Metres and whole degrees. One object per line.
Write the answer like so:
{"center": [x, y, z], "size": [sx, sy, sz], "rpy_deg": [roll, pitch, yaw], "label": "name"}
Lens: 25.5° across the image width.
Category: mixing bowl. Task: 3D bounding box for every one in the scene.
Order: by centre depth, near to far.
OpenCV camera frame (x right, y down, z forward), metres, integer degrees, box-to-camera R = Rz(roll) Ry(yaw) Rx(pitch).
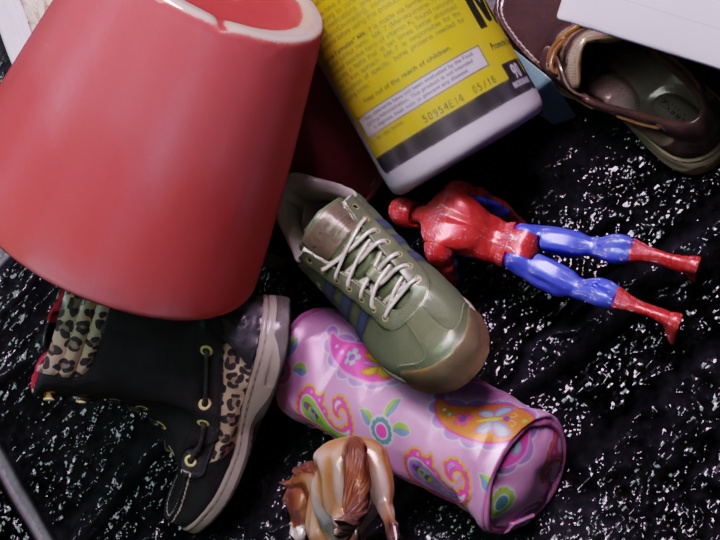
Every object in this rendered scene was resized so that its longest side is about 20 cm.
{"center": [-0.075, -0.123, 1.106], "size": [0.199, 0.108, 0.203], "rpy_deg": [0, 90, 49], "label": "mixing bowl"}

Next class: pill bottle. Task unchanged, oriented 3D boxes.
{"center": [0.020, -0.160, 1.002], "size": [0.114, 0.114, 0.201], "rpy_deg": [-30, 91, 17], "label": "pill bottle"}

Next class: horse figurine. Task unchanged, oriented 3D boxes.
{"center": [-0.009, 0.154, 0.969], "size": [0.049, 0.200, 0.134], "rpy_deg": [-4, 63, -11], "label": "horse figurine"}

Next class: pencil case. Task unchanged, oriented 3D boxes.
{"center": [0.033, 0.093, 1.007], "size": [0.199, 0.087, 0.088], "rpy_deg": [25, 83, 37], "label": "pencil case"}

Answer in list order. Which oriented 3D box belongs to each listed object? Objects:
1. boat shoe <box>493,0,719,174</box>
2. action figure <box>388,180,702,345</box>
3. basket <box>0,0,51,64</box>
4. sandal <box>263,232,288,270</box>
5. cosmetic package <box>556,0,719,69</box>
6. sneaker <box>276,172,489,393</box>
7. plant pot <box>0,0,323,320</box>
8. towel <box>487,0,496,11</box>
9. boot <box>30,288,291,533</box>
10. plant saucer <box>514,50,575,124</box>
{"center": [0.156, -0.139, 1.028], "size": [0.072, 0.072, 0.200], "rpy_deg": [-48, 59, 6], "label": "boat shoe"}
{"center": [0.113, -0.003, 1.018], "size": [0.198, 0.099, 0.066], "rpy_deg": [19, 76, 14], "label": "action figure"}
{"center": [-0.201, -0.200, 1.245], "size": [0.123, 0.135, 0.201], "rpy_deg": [-37, 51, 10], "label": "basket"}
{"center": [-0.140, -0.032, 1.177], "size": [0.200, 0.079, 0.058], "rpy_deg": [25, 97, 37], "label": "sandal"}
{"center": [0.243, -0.210, 0.901], "size": [0.198, 0.123, 0.202], "rpy_deg": [22, 108, 25], "label": "cosmetic package"}
{"center": [0.000, 0.000, 0.976], "size": [0.067, 0.090, 0.200], "rpy_deg": [-46, 34, 2], "label": "sneaker"}
{"center": [-0.119, -0.100, 0.952], "size": [0.201, 0.199, 0.178], "rpy_deg": [49, 122, 37], "label": "plant pot"}
{"center": [0.084, -0.227, 1.153], "size": [0.199, 0.024, 0.148], "rpy_deg": [16, 79, 36], "label": "towel"}
{"center": [-0.139, 0.082, 1.037], "size": [0.074, 0.149, 0.201], "rpy_deg": [-93, 22, -48], "label": "boot"}
{"center": [0.065, -0.167, 1.089], "size": [0.200, 0.070, 0.019], "rpy_deg": [42, 93, 28], "label": "plant saucer"}
